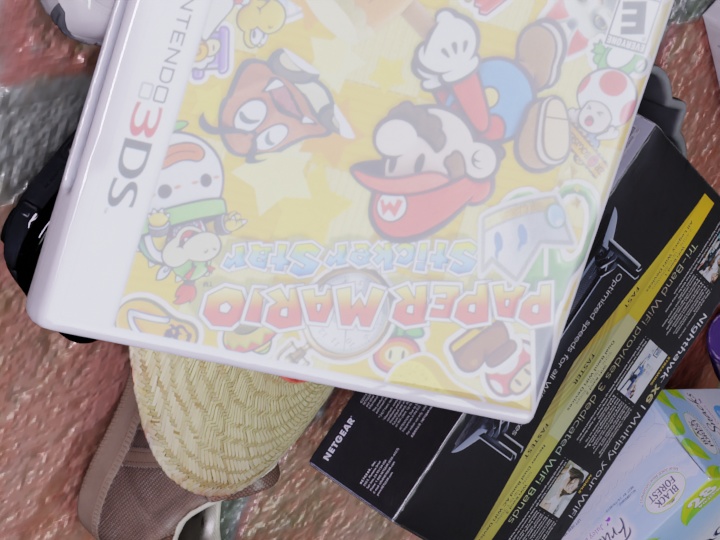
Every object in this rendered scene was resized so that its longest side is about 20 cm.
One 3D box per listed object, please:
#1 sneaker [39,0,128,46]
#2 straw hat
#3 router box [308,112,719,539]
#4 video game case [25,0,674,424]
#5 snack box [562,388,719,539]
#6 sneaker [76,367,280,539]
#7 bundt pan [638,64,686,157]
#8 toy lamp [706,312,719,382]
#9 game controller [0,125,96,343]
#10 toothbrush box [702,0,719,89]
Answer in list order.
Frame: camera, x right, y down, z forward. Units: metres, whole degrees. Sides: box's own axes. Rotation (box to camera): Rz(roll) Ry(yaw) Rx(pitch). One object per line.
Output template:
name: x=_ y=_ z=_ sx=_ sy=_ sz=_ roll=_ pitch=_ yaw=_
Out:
sneaker: x=-0.032 y=-0.142 z=0.985 sx=0.200 sy=0.087 sz=0.075 roll=-35 pitch=110 yaw=-30
straw hat: x=0.000 y=0.000 z=1.062 sx=0.201 sy=0.085 sz=0.201 roll=-38 pitch=135 yaw=-53
router box: x=0.081 y=0.033 z=1.211 sx=0.200 sy=0.052 sz=0.157 roll=-56 pitch=150 yaw=-2
video game case: x=0.000 y=-0.048 z=0.976 sx=0.200 sy=0.023 sz=0.182 roll=12 pitch=102 yaw=-26
snack box: x=0.165 y=0.139 z=1.515 sx=0.169 sy=0.068 sz=0.200 roll=-47 pitch=153 yaw=25
sneaker: x=-0.055 y=0.049 z=1.134 sx=0.070 sy=0.076 sz=0.200 roll=-38 pitch=156 yaw=-46
bundt pan: x=0.057 y=-0.020 z=1.252 sx=0.202 sy=0.076 sz=0.202 roll=-35 pitch=142 yaw=-33
toy lamp: x=0.252 y=0.061 z=1.625 sx=0.058 sy=0.058 sz=0.200 roll=-59 pitch=151 yaw=3
game controller: x=-0.062 y=-0.061 z=1.082 sx=0.200 sy=0.042 sz=0.104 roll=-51 pitch=149 yaw=-9
toothbrush box: x=0.281 y=-0.142 z=1.452 sx=0.200 sy=0.086 sz=0.146 roll=-46 pitch=147 yaw=-15
